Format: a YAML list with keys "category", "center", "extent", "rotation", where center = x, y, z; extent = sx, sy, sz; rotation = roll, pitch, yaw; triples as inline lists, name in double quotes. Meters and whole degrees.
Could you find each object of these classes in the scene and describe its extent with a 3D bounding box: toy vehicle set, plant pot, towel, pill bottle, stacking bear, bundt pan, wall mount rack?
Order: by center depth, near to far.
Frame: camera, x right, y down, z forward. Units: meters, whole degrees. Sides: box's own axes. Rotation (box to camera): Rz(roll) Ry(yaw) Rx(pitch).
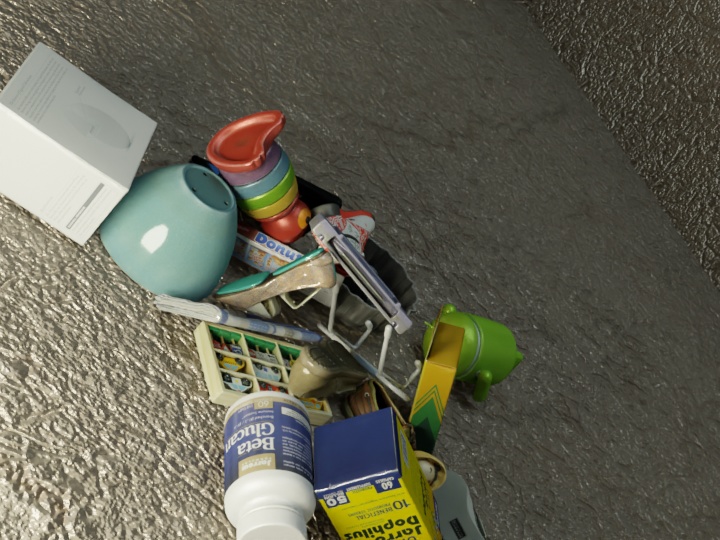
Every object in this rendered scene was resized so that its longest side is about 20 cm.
- category: "pill bottle"
  center: [-0.111, 0.254, 1.365]
  extent: [0.111, 0.111, 0.200]
  rotation: [29, 31, -28]
- category: "towel"
  center: [-0.169, 0.067, 1.545]
  extent: [0.147, 0.024, 0.200]
  rotation: [10, -4, 44]
- category: "toy vehicle set"
  center: [-0.136, 0.146, 1.572]
  extent: [0.200, 0.027, 0.125]
  rotation: [19, 37, -41]
- category: "plant pot"
  center: [-0.253, -0.073, 1.595]
  extent: [0.200, 0.135, 0.200]
  rotation: [33, 30, -22]
- category: "stacking bear"
  center: [-0.138, -0.122, 1.668]
  extent: [0.200, 0.113, 0.122]
  rotation: [62, 39, -39]
- category: "wall mount rack"
  center: [0.011, 0.106, 1.691]
  extent: [0.200, 0.075, 0.174]
  rotation: [37, -4, 31]
- category: "bundt pan"
  center: [-0.005, 0.024, 1.858]
  extent: [0.201, 0.076, 0.202]
  rotation: [30, 31, -20]

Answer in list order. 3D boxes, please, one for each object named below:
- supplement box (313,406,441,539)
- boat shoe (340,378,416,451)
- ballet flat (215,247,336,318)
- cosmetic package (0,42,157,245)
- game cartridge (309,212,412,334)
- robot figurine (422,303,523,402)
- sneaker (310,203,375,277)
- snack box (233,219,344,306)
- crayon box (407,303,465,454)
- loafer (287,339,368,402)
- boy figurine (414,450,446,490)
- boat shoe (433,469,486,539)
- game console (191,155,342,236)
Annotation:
- category: "supplement box"
  center: [0.024, 0.288, 1.415]
  extent: [0.110, 0.108, 0.200]
  rotation: [-94, 164, -51]
- category: "boat shoe"
  center: [0.046, 0.251, 1.632]
  extent: [0.200, 0.068, 0.072]
  rotation: [54, 29, 18]
- category: "ballet flat"
  center: [-0.120, 0.030, 1.599]
  extent: [0.067, 0.199, 0.068]
  rotation: [65, 30, -10]
- category: "cosmetic package"
  center: [-0.411, -0.176, 1.531]
  extent: [0.200, 0.123, 0.200]
  rotation: [36, 28, -19]
- category: "game cartridge"
  center: [0.000, 0.000, 1.643]
  extent: [0.200, 0.038, 0.130]
  rotation: [50, 6, -9]
- category: "robot figurine"
  center: [0.191, 0.136, 1.939]
  extent: [0.200, 0.116, 0.176]
  rotation: [16, 38, -43]
- category: "sneaker"
  center: [-0.020, -0.041, 1.797]
  extent: [0.201, 0.067, 0.108]
  rotation: [10, 62, -69]
- category: "snack box"
  center: [-0.123, -0.013, 1.708]
  extent: [0.199, 0.072, 0.024]
  rotation: [28, 60, 0]
- category: "crayon box"
  center: [0.115, 0.168, 1.700]
  extent: [0.051, 0.201, 0.127]
  rotation: [15, 29, 5]
- category: "loafer"
  center: [-0.052, 0.145, 1.593]
  extent: [0.076, 0.067, 0.200]
  rotation: [48, 11, 20]
- category: "boy figurine"
  center: [0.028, 0.276, 1.538]
  extent: [0.199, 0.064, 0.125]
  rotation: [15, 83, -28]
- category: "boat shoe"
  center: [0.142, 0.375, 1.610]
  extent: [0.200, 0.070, 0.064]
  rotation: [-110, 177, -53]
- category: "game console"
  center: [-0.154, -0.147, 1.828]
  extent: [0.200, 0.176, 0.117]
  rotation: [24, 50, -33]
